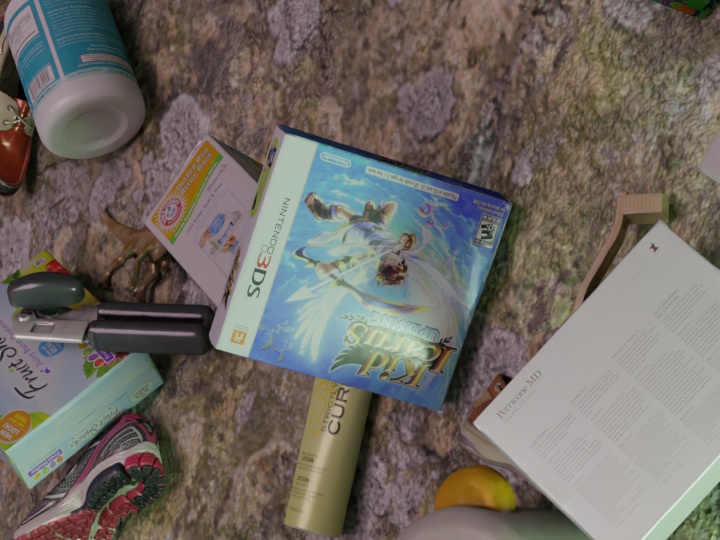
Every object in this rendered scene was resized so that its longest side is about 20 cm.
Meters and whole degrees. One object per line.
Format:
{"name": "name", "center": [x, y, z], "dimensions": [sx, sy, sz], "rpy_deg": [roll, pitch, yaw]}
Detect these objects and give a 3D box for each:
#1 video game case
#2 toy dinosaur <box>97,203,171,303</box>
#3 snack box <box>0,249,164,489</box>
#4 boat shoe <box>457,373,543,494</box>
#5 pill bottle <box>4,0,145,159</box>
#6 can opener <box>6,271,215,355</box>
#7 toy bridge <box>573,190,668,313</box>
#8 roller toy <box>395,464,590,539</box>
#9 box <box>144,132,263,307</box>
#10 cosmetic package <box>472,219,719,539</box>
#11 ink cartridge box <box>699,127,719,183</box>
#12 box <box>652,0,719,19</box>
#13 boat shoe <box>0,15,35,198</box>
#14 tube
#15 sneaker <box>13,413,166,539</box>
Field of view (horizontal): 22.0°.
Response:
{"name": "video game case", "center": [0.000, 0.000, 1.485], "dimensions": [0.045, 0.199, 0.183], "rpy_deg": [-128, 55, -72]}
{"name": "toy dinosaur", "center": [-0.211, -0.019, 1.809], "dimensions": [0.200, 0.058, 0.102], "rpy_deg": [1, 65, 59]}
{"name": "snack box", "center": [-0.316, 0.093, 1.816], "dimensions": [0.168, 0.068, 0.200], "rpy_deg": [-38, 46, -14]}
{"name": "boat shoe", "center": [0.157, 0.133, 1.392], "dimensions": [0.199, 0.076, 0.072], "rpy_deg": [25, 95, 40]}
{"name": "pill bottle", "center": [-0.295, -0.221, 1.875], "dimensions": [0.111, 0.110, 0.201], "rpy_deg": [-42, 56, 33]}
{"name": "can opener", "center": [-0.237, 0.040, 1.738], "dimensions": [0.198, 0.067, 0.054], "rpy_deg": [2, 39, 13]}
{"name": "toy bridge", "center": [0.192, 0.036, 1.368], "dimensions": [0.067, 0.027, 0.202], "rpy_deg": [-3, 71, 20]}
{"name": "roller toy", "center": [0.100, 0.266, 1.379], "dimensions": [0.182, 0.139, 0.201], "rpy_deg": [41, 112, 40]}
{"name": "box", "center": [-0.083, -0.016, 1.608], "dimensions": [0.102, 0.112, 0.200], "rpy_deg": [-54, 46, 8]}
{"name": "cosmetic package", "center": [0.201, 0.088, 1.302], "dimensions": [0.200, 0.052, 0.151], "rpy_deg": [-47, 64, 0]}
{"name": "ink cartridge box", "center": [0.339, -0.043, 1.185], "dimensions": [0.200, 0.144, 0.085], "rpy_deg": [41, 110, 40]}
{"name": "box", "center": [0.224, -0.308, 1.309], "dimensions": [0.200, 0.192, 0.122], "rpy_deg": [-50, 53, 28]}
{"name": "boat shoe", "center": [-0.374, -0.179, 1.981], "dimensions": [0.062, 0.071, 0.202], "rpy_deg": [-15, 69, 40]}
{"name": "tube", "center": [-0.022, 0.125, 1.592], "dimensions": [0.058, 0.052, 0.202], "rpy_deg": [13, 85, 6]}
{"name": "sneaker", "center": [-0.261, 0.217, 1.801], "dimensions": [0.200, 0.080, 0.075], "rpy_deg": [-37, 44, 26]}
